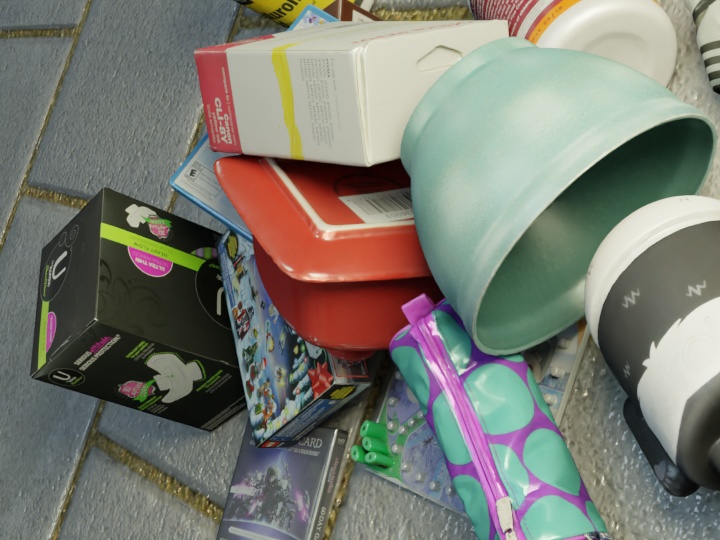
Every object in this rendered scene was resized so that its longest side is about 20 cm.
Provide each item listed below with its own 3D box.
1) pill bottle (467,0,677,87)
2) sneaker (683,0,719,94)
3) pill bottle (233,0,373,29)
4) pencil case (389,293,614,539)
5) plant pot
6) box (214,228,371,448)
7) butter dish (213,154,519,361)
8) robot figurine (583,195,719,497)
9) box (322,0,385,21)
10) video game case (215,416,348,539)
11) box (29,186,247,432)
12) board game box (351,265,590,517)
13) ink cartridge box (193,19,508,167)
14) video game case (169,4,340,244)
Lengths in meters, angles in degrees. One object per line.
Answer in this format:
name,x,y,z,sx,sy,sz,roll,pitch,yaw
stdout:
pill bottle,0.145,-0.198,1.004,0.113,0.112,0.201,-51,38,23
sneaker,0.292,-0.170,0.836,0.200,0.075,0.116,-36,53,50
pill bottle,-0.087,-0.307,1.313,0.111,0.199,0.112,-32,47,42
pencil case,0.090,0.113,0.891,0.085,0.092,0.201,-35,59,19
plant pot,0.110,-0.064,0.866,0.134,0.200,0.201,50,115,25
box,-0.062,0.033,1.149,0.137,0.040,0.201,-42,54,45
butter dish,0.000,0.000,1.022,0.200,0.198,0.149,-129,41,-52
robot figurine,0.210,0.044,0.773,0.150,0.125,0.200,-34,41,6
box,-0.045,-0.166,1.266,0.199,0.100,0.076,-25,52,46
video game case,-0.081,0.230,1.168,0.142,0.019,0.202,-1,70,54
box,-0.189,0.041,1.261,0.124,0.199,0.150,-36,45,38
board game box,0.081,0.077,1.019,0.199,0.026,0.201,14,83,56
ink cartridge box,-0.006,-0.134,0.987,0.199,0.144,0.084,11,113,51
video game case,-0.047,-0.114,1.128,0.143,0.018,0.201,33,80,23
